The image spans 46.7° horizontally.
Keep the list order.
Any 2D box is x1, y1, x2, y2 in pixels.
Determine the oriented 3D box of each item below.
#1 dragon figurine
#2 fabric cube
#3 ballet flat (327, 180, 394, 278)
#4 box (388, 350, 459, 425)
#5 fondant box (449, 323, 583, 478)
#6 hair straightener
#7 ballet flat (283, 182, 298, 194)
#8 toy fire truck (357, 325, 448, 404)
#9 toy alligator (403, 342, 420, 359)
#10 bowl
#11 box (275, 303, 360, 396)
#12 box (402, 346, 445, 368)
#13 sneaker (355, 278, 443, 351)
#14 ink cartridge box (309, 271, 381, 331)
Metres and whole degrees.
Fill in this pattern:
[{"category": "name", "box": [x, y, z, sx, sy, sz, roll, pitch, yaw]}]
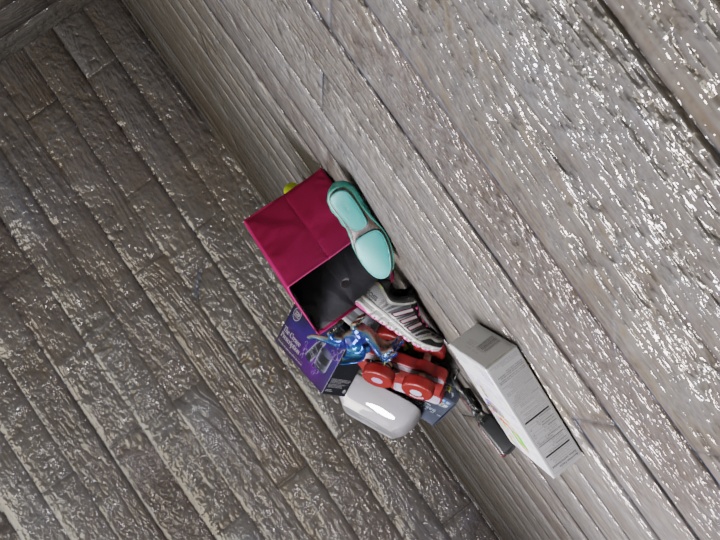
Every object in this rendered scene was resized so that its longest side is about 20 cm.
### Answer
[{"category": "dragon figurine", "box": [-0.016, 0.146, 1.617, 0.100, 0.198, 0.059, 68, -157, -11]}, {"category": "fabric cube", "box": [-0.080, -0.037, 1.664, 0.200, 0.199, 0.197, 52, 174, 36]}, {"category": "ballet flat", "box": [0.005, -0.079, 1.482, 0.201, 0.067, 0.071, 58, -163, -26]}, {"category": "box", "box": [0.111, 0.254, 1.850, 0.199, 0.051, 0.158, 31, 150, 1]}, {"category": "fondant box", "box": [0.221, 0.184, 1.205, 0.201, 0.058, 0.144, 58, 173, -15]}, {"category": "hair straightener", "box": [0.242, 0.279, 1.667, 0.201, 0.041, 0.077, 58, 174, 14]}, {"category": "ballet flat", "box": [-0.103, -0.137, 1.977, 0.201, 0.067, 0.067, 52, 152, 0]}, {"category": "toy fire truck", "box": [0.082, 0.208, 1.706, 0.198, 0.113, 0.169, 17, 149, 7]}, {"category": "toy alligator", "box": [0.117, 0.153, 1.793, 0.201, 0.059, 0.054, 55, 174, -12]}, {"category": "bowl", "box": [0.032, 0.305, 1.858, 0.198, 0.075, 0.200, 28, 165, 11]}, {"category": "box", "box": [-0.080, 0.154, 1.800, 0.078, 0.142, 0.200, 18, -164, -46]}, {"category": "box", "box": [0.116, 0.204, 1.947, 0.199, 0.040, 0.137, 36, 167, 22]}, {"category": "sneaker", "box": [0.091, 0.081, 1.591, 0.199, 0.088, 0.074, 33, -178, -17]}, {"category": "ink cartridge box", "box": [-0.018, 0.074, 1.829, 0.162, 0.057, 0.200, 38, -168, 20]}]
